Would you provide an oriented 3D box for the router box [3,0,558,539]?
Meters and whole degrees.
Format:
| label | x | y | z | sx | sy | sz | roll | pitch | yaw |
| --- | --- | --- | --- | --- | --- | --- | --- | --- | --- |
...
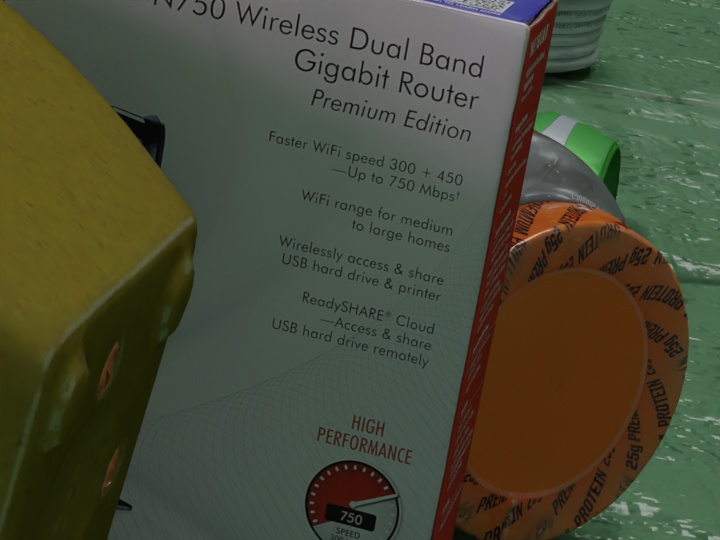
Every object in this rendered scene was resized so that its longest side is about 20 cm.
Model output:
| label | x | y | z | sx | sy | sz | roll | pitch | yaw |
| --- | --- | --- | --- | --- | --- | --- | --- | --- | --- |
| router box | -0.066 | 0.001 | 0.720 | 0.199 | 0.180 | 0.049 | 12 | 15 | 9 |

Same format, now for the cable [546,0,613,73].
| label | x | y | z | sx | sy | sz | roll | pitch | yaw |
| --- | --- | --- | --- | --- | --- | --- | --- | --- | --- |
| cable | 0.037 | -0.156 | 1.522 | 0.199 | 0.070 | 0.200 | -1 | 21 | -37 |

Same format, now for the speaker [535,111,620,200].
| label | x | y | z | sx | sy | sz | roll | pitch | yaw |
| --- | --- | --- | --- | --- | --- | --- | --- | --- | --- |
| speaker | -0.011 | -0.033 | 1.042 | 0.199 | 0.089 | 0.088 | 13 | 16 | 10 |

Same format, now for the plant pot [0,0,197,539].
| label | x | y | z | sx | sy | sz | roll | pitch | yaw |
| --- | --- | --- | --- | --- | --- | --- | --- | --- | --- |
| plant pot | -0.149 | 0.018 | 0.608 | 0.199 | 0.196 | 0.194 | 19 | 17 | 6 |

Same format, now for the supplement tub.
| label | x | y | z | sx | sy | sz | roll | pitch | yaw |
| --- | --- | --- | --- | --- | --- | --- | --- | --- | --- |
| supplement tub | 0.000 | 0.000 | 0.867 | 0.122 | 0.123 | 0.200 | -2 | 21 | -35 |
